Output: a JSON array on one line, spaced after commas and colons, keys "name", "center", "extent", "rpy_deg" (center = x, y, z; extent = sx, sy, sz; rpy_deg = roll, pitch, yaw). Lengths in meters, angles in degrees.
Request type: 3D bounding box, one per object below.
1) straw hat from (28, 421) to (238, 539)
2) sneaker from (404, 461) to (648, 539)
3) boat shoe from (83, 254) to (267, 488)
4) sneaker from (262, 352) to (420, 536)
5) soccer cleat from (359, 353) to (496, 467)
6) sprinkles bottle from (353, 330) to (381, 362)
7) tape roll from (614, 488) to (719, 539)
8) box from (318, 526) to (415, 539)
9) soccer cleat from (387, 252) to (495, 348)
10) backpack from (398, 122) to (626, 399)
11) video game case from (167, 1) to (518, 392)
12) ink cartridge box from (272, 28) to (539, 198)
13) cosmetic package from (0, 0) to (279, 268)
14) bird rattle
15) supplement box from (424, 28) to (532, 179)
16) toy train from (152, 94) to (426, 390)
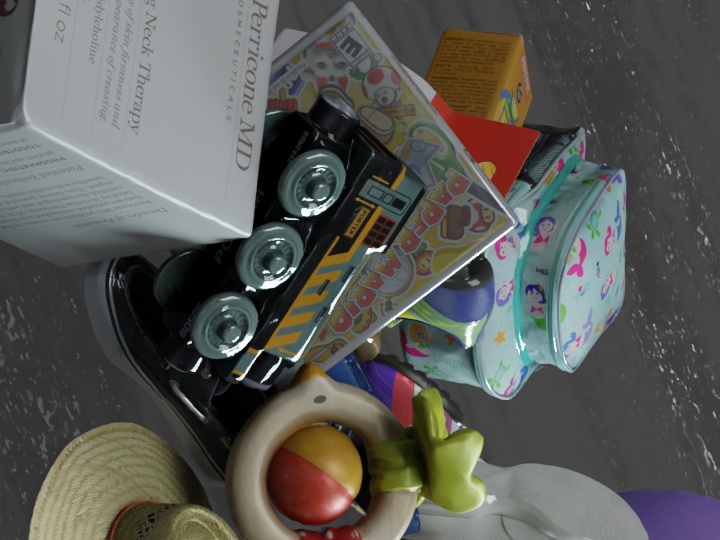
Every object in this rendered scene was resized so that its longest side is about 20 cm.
[{"name": "straw hat", "center": [-0.119, 0.195, 1.458], "extent": [0.200, 0.085, 0.203], "rpy_deg": [14, 72, -50]}, {"name": "sneaker", "center": [0.108, 0.191, 1.673], "extent": [0.075, 0.198, 0.089], "rpy_deg": [-83, -173, -58]}, {"name": "boat shoe", "center": [-0.108, 0.064, 1.511], "extent": [0.201, 0.067, 0.072], "rpy_deg": [61, 43, -25]}, {"name": "sneaker", "center": [-0.028, 0.104, 1.587], "extent": [0.201, 0.077, 0.070], "rpy_deg": [64, 8, -7]}, {"name": "soccer cleat", "center": [0.049, 0.145, 1.704], "extent": [0.073, 0.068, 0.200], "rpy_deg": [-52, 122, -26]}, {"name": "sprinkles bottle", "center": [0.000, -0.036, 1.668], "extent": [0.068, 0.068, 0.201], "rpy_deg": [36, 57, -42]}, {"name": "tape roll", "center": [0.260, 0.266, 1.834], "extent": [0.200, 0.199, 0.085], "rpy_deg": [50, 47, -34]}, {"name": "box", "center": [0.052, 0.274, 1.629], "extent": [0.200, 0.108, 0.129], "rpy_deg": [31, 71, -44]}, {"name": "soccer cleat", "center": [0.000, 0.001, 1.580], "extent": [0.065, 0.199, 0.084], "rpy_deg": [-43, 144, -48]}, {"name": "backpack", "center": [0.113, -0.002, 1.737], "extent": [0.200, 0.150, 0.179], "rpy_deg": [-40, 137, -42]}, {"name": "video game case", "center": [-0.028, -0.044, 1.503], "extent": [0.182, 0.200, 0.023], "rpy_deg": [52, 13, -4]}, {"name": "ink cartridge box", "center": [0.006, -0.089, 1.579], "extent": [0.163, 0.199, 0.057], "rpy_deg": [-59, 151, -44]}, {"name": "cosmetic package", "center": [-0.179, -0.118, 1.378], "extent": [0.200, 0.165, 0.169], "rpy_deg": [26, 63, -47]}, {"name": "bird rattle", "center": [-0.016, 0.154, 1.508], "extent": [0.163, 0.113, 0.200], "rpy_deg": [38, 89, -9]}, {"name": "supplement box", "center": [0.071, -0.089, 1.663], "extent": [0.067, 0.068, 0.201], "rpy_deg": [76, 23, -44]}, {"name": "toy train", "center": [-0.046, -0.013, 1.441], "extent": [0.114, 0.085, 0.201], "rpy_deg": [24, 104, -40]}]
